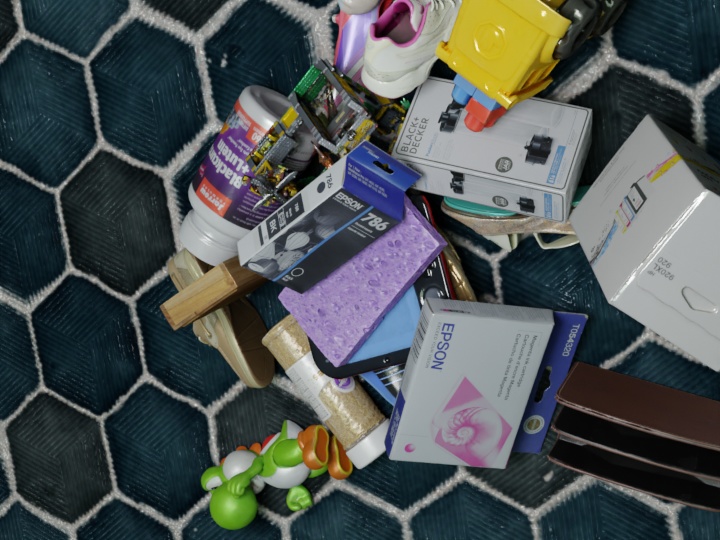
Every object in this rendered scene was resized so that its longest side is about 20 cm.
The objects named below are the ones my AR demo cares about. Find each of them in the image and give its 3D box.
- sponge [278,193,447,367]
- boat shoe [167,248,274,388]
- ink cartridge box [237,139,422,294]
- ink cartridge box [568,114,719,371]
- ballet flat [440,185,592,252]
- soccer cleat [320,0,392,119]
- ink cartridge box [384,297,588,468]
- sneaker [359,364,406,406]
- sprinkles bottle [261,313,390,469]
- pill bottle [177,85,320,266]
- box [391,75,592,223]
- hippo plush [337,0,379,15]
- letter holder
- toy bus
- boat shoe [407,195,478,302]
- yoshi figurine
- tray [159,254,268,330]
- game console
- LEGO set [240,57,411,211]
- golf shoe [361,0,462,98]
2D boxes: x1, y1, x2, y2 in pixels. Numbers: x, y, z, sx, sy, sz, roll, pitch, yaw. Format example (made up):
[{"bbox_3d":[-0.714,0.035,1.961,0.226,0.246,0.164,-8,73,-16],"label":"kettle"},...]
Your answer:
[{"bbox_3d":[0.000,0.000,1.402,0.112,0.030,0.200,48,115,18],"label":"sponge"},{"bbox_3d":[-0.173,0.061,1.554,0.064,0.071,0.202,-32,81,29],"label":"boat shoe"},{"bbox_3d":[-0.032,-0.053,1.340,0.199,0.099,0.040,-38,47,28],"label":"ink cartridge box"},{"bbox_3d":[0.324,-0.031,1.251,0.146,0.201,0.145,29,112,-17],"label":"ink cartridge box"},{"bbox_3d":[0.187,-0.054,1.396,0.197,0.068,0.068,2,123,21],"label":"ballet flat"},{"bbox_3d":[0.002,-0.231,1.429,0.075,0.067,0.203,8,101,14],"label":"soccer cleat"},{"bbox_3d":[0.143,0.131,1.390,0.197,0.043,0.198,6,118,-15],"label":"ink cartridge box"},{"bbox_3d":[0.048,0.104,1.476,0.199,0.070,0.078,36,118,11],"label":"sneaker"},{"bbox_3d":[-0.037,0.143,1.516,0.068,0.068,0.201,-40,86,23],"label":"sprinkles bottle"},{"bbox_3d":[-0.136,-0.107,1.477,0.111,0.111,0.201,36,111,10],"label":"pill bottle"},{"bbox_3d":[0.144,-0.134,1.364,0.198,0.060,0.118,15,65,18],"label":"box"},{"bbox_3d":[-0.009,-0.392,1.326,0.159,0.161,0.201,-38,71,4],"label":"hippo plush"},{"bbox_3d":[0.307,0.190,1.357,0.198,0.142,0.102,15,106,16],"label":"letter holder"},{"bbox_3d":[0.169,-0.242,1.304,0.135,0.200,0.193,37,125,16],"label":"toy bus"},{"bbox_3d":[0.085,-0.010,1.438,0.073,0.069,0.201,-35,83,29],"label":"boat shoe"},{"bbox_3d":[-0.113,0.266,1.552,0.198,0.112,0.113,-21,100,26],"label":"yoshi figurine"},{"bbox_3d":[-0.145,0.010,1.457,0.098,0.200,0.037,-33,90,23],"label":"tray"},{"bbox_3d":[0.013,0.023,1.426,0.198,0.031,0.179,-16,93,29],"label":"game console"},{"bbox_3d":[-0.029,-0.123,1.363,0.200,0.154,0.116,-43,43,9],"label":"LEGO set"},{"bbox_3d":[0.080,-0.271,1.332,0.075,0.092,0.200,37,70,26],"label":"golf shoe"}]
